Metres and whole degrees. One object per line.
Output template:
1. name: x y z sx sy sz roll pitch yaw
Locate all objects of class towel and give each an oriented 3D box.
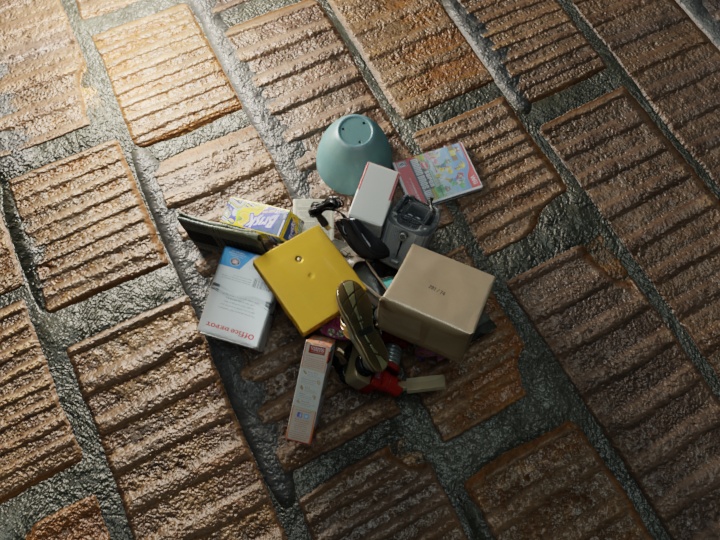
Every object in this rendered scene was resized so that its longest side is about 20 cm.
1. towel: -0.303 -0.073 1.463 0.197 0.193 0.035 15 73 5

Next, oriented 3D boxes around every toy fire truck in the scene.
1. toy fire truck: 0.078 0.191 1.391 0.198 0.128 0.178 30 52 -19

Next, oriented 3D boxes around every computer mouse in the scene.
1. computer mouse: -0.034 -0.079 1.411 0.200 0.140 0.046 44 66 -27

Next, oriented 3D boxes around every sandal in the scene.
1. sandal: -0.006 0.117 1.310 0.080 0.054 0.203 -11 74 -42

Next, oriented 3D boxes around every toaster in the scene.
1. toaster: 0.112 -0.087 1.493 0.112 0.131 0.200 24 32 7

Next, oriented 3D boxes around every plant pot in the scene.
1. plant pot: -0.013 -0.309 1.604 0.196 0.135 0.203 1 67 -2

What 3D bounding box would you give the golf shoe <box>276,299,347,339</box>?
1. golf shoe: -0.089 0.079 1.415 0.199 0.091 0.076 34 103 7

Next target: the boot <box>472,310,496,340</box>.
1. boot: 0.215 0.103 1.439 0.199 0.068 0.132 -18 73 -48

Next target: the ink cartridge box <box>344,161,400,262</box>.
1. ink cartridge box: 0.023 -0.131 1.497 0.083 0.200 0.146 19 67 2

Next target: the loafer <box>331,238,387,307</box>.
1. loafer: 0.000 0.000 1.433 0.072 0.063 0.200 -37 80 -23

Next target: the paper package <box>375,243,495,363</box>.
1. paper package: 0.158 0.065 1.344 0.197 0.104 0.192 22 48 11

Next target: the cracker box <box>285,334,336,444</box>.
1. cracker box: -0.100 0.242 1.335 0.057 0.134 0.204 11 90 3

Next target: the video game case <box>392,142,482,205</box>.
1. video game case: 0.197 -0.242 1.648 0.197 0.018 0.145 -18 69 -10

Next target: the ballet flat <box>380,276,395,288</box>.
1. ballet flat: 0.002 0.058 1.488 0.196 0.067 0.069 -4 73 -3

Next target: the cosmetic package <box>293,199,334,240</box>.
1. cosmetic package: -0.112 -0.060 1.521 0.101 0.088 0.203 2 66 -4

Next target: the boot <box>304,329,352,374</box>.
1. boot: -0.058 0.163 1.448 0.200 0.074 0.075 44 60 7

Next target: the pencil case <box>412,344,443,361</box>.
1. pencil case: 0.155 0.100 1.471 0.086 0.088 0.203 -4 68 -4

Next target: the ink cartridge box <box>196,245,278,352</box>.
1. ink cartridge box: -0.262 0.066 1.449 0.144 0.086 0.203 15 78 4

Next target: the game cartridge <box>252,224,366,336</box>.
1. game cartridge: -0.106 0.018 1.374 0.175 0.033 0.201 -30 71 -22

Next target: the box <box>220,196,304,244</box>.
1. box: -0.231 -0.114 1.501 0.198 0.064 0.071 16 79 34
